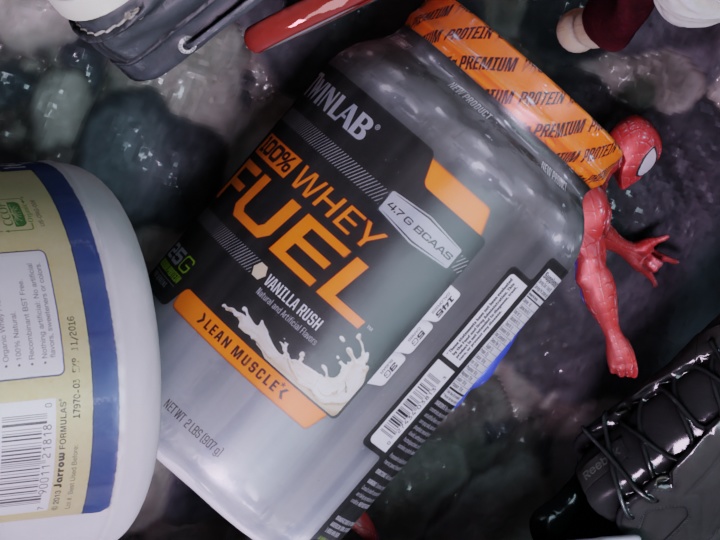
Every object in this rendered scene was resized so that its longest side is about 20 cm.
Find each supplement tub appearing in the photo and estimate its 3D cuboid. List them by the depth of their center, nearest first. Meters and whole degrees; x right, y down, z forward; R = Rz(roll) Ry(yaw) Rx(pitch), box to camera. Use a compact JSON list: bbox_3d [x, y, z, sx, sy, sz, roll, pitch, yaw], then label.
[{"bbox_3d":[-0.183,0.038,1.041,0.199,0.144,0.145,-4,114,-24],"label":"supplement tub"},{"bbox_3d":[0.000,0.000,1.126,0.122,0.123,0.200,39,91,-33],"label":"supplement tub"}]

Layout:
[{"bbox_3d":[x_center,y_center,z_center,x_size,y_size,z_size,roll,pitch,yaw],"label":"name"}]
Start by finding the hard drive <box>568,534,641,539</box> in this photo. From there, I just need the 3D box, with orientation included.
[{"bbox_3d":[0.001,0.148,1.204,0.199,0.027,0.132,-1,153,-25],"label":"hard drive"}]

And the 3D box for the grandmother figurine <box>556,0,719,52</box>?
[{"bbox_3d":[0.086,-0.134,1.061,0.060,0.200,0.122,-13,116,-20],"label":"grandmother figurine"}]

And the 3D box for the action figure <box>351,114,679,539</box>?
[{"bbox_3d":[0.070,0.031,1.209,0.099,0.065,0.200,35,95,-26],"label":"action figure"}]

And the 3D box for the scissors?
[{"bbox_3d":[0.038,-0.121,1.067,0.073,0.199,0.014,-26,91,-55],"label":"scissors"}]

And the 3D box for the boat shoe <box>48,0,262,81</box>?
[{"bbox_3d":[-0.021,-0.139,1.085,0.199,0.074,0.066,-40,128,-8],"label":"boat shoe"}]

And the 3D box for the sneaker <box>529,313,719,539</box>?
[{"bbox_3d":[0.137,0.069,1.207,0.090,0.076,0.201,-3,140,-32],"label":"sneaker"}]
